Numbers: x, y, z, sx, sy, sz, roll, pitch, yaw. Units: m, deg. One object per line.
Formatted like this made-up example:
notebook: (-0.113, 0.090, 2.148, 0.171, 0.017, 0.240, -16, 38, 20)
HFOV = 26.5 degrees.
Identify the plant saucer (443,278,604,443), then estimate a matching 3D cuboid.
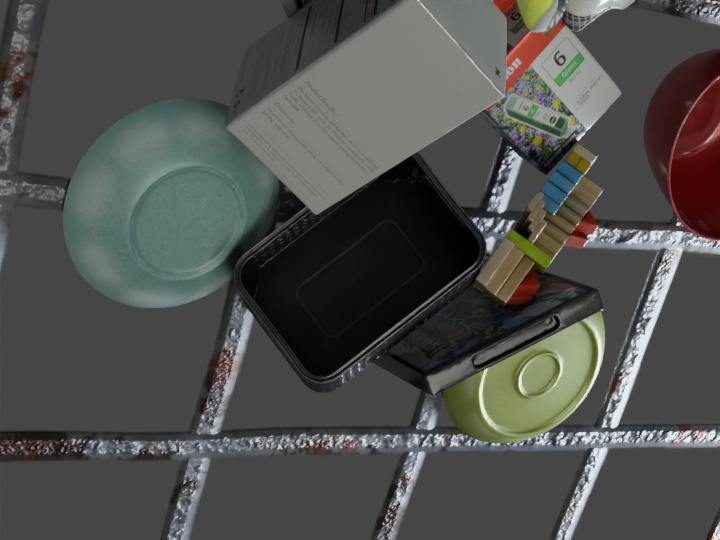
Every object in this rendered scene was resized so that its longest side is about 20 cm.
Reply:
plant saucer: (0.180, 0.103, 1.603, 0.199, 0.031, 0.201, -14, 122, -22)

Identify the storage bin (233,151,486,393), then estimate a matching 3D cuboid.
storage bin: (0.000, 0.000, 1.356, 0.200, 0.135, 0.094, -37, 172, -6)

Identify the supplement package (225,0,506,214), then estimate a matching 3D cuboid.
supplement package: (0.006, -0.161, 1.231, 0.199, 0.118, 0.117, -30, 121, 28)

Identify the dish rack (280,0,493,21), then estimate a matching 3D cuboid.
dish rack: (0.008, -0.270, 1.244, 0.171, 0.044, 0.201, -11, 129, 14)

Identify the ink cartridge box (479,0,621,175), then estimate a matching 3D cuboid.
ink cartridge box: (0.144, -0.189, 1.399, 0.109, 0.050, 0.200, -47, 130, 2)

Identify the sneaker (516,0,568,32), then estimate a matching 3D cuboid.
sneaker: (0.125, -0.294, 1.259, 0.076, 0.075, 0.201, -15, 110, -11)

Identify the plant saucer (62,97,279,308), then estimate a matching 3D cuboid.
plant saucer: (-0.155, -0.048, 1.317, 0.200, 0.039, 0.202, -14, 122, -23)

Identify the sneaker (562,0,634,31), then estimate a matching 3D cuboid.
sneaker: (0.251, -0.290, 1.384, 0.199, 0.076, 0.081, -32, 143, -27)

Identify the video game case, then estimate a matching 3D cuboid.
video game case: (0.103, 0.048, 1.422, 0.180, 0.200, 0.026, -25, 105, -15)

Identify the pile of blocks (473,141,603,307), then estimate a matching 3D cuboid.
pile of blocks: (0.178, -0.040, 1.386, 0.200, 0.062, 0.082, -52, 173, -27)

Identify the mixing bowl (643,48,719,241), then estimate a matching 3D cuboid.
mixing bowl: (0.355, -0.141, 1.511, 0.199, 0.108, 0.201, -14, 122, -23)
